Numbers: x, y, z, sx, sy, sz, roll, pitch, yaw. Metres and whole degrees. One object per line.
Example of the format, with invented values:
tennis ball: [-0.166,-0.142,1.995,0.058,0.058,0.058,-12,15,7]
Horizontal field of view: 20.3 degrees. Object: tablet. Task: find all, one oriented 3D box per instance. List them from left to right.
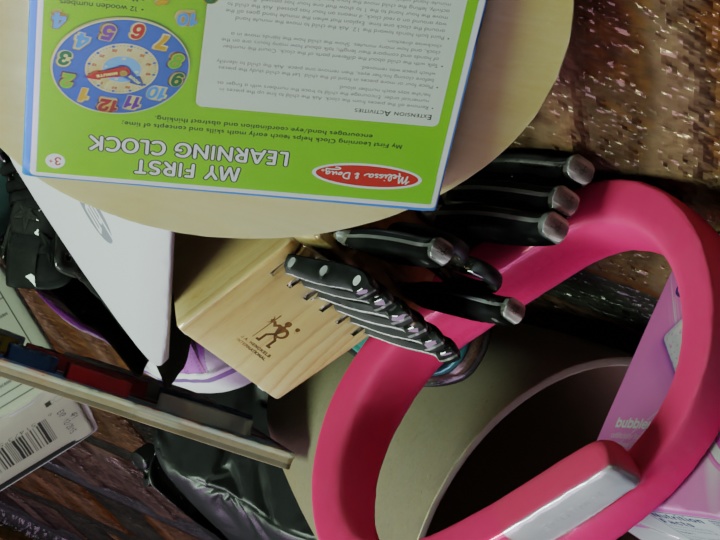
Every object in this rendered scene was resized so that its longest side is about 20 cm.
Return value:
tablet: [-0.113,-0.042,0.806,0.130,0.014,0.200,54,163,14]

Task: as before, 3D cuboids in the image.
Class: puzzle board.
puzzle board: [-0.138,0.053,1.007,0.199,0.018,0.151,20,178,-13]

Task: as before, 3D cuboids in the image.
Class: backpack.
backpack: [-0.038,0.145,1.325,0.166,0.127,0.200,33,169,23]

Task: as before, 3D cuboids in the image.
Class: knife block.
knife block: [0.003,-0.039,0.824,0.064,0.175,0.201,39,-155,-35]

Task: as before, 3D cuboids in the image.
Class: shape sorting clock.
shape sorting clock: [-0.033,-0.080,0.624,0.198,0.039,0.201,-2,135,-2]

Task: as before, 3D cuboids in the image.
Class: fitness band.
fitness band: [0.060,0.049,0.768,0.200,0.144,0.037,-34,129,31]

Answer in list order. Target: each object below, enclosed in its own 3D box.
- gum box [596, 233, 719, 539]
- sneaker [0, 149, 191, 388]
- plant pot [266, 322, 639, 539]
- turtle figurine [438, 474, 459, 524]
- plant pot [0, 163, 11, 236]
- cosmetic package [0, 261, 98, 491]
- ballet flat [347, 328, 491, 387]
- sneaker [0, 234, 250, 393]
gum box: [0.170,0.050,0.711,0.066,0.114,0.200,33,163,-26]
sneaker: [-0.141,-0.036,0.953,0.060,0.105,0.200,8,156,46]
plant pot: [0.042,0.096,0.991,0.187,0.188,0.200,40,173,-40]
turtle figurine: [0.063,0.122,1.107,0.160,0.201,0.065,-5,128,17]
plant pot: [-0.269,-0.055,1.041,0.199,0.135,0.200,25,164,8]
cosmetic package: [-0.246,0.025,1.153,0.200,0.103,0.087,56,171,23]
ballet flat: [0.000,0.000,0.925,0.199,0.068,0.068,26,-170,41]
sneaker: [-0.136,0.006,1.144,0.200,0.073,0.114,13,157,39]
